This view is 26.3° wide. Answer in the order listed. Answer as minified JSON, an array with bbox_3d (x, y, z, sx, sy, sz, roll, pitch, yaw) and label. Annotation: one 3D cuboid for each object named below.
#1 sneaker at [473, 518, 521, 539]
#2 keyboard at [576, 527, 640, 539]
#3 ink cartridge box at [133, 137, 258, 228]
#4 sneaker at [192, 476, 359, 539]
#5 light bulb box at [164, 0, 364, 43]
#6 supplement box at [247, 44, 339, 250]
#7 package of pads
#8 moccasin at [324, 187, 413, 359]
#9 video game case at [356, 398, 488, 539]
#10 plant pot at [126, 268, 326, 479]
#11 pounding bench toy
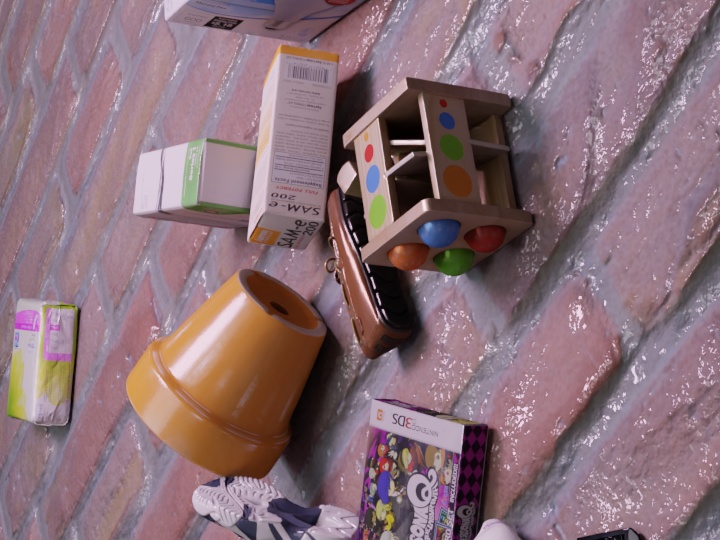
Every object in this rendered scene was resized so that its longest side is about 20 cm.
[{"bbox_3d":[0.110,0.325,1.429,0.100,0.074,0.201,-119,48,-64],"label":"sneaker"},{"bbox_3d":[0.200,0.322,1.289,0.104,0.039,0.202,-29,60,54],"label":"keyboard"},{"bbox_3d":[-0.175,-0.104,1.896,0.199,0.145,0.085,-2,82,59],"label":"ink cartridge box"},{"bbox_3d":[-0.096,0.311,1.696,0.080,0.197,0.131,-54,-27,-64],"label":"sneaker"},{"bbox_3d":[-0.099,-0.363,1.764,0.200,0.197,0.126,-24,67,57],"label":"light bulb box"},{"bbox_3d":[-0.076,-0.138,1.757,0.126,0.073,0.202,132,144,-72],"label":"supplement box"},{"bbox_3d":[-0.517,0.148,2.507,0.154,0.068,0.202,2,87,61],"label":"package of pads"},{"bbox_3d":[0.001,0.000,1.660,0.078,0.073,0.203,-42,57,38],"label":"moccasin"},{"bbox_3d":[0.057,0.240,1.549,0.181,0.036,0.202,9,93,61],"label":"video game case"},{"bbox_3d":[-0.139,0.107,1.775,0.184,0.199,0.200,-55,39,16],"label":"plant pot"},{"bbox_3d":[0.056,-0.066,1.520,0.200,0.123,0.157,-37,54,51],"label":"pounding bench toy"}]
